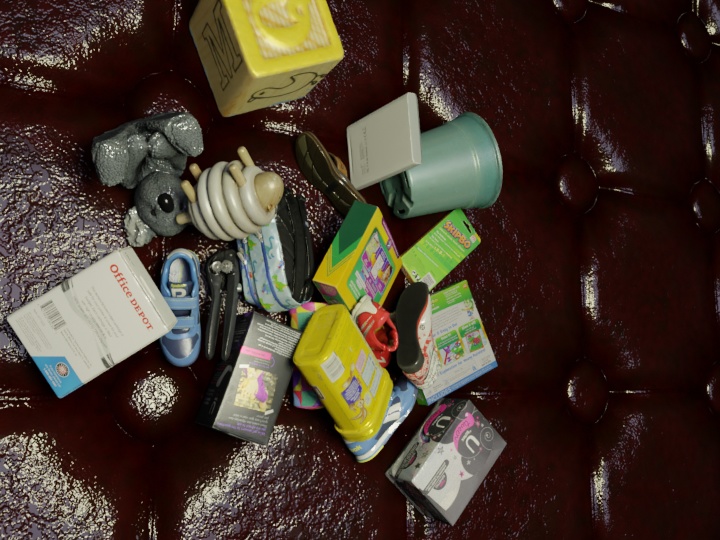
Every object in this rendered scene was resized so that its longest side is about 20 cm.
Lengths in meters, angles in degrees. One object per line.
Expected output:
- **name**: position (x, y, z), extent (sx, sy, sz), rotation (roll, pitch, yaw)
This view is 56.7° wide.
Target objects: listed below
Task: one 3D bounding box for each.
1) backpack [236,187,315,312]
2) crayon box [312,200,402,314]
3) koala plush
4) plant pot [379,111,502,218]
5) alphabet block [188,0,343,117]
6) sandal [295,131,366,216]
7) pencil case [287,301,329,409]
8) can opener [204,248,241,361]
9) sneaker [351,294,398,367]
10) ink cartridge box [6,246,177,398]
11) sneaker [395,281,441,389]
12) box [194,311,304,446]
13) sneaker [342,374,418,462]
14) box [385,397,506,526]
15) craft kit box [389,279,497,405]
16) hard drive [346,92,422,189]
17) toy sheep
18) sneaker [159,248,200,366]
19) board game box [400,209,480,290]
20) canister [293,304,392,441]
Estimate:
- **backpack**: position (-0.147, -0.027, 1.194), extent (0.152, 0.163, 0.202), rotation (-25, 81, 13)
- **crayon box**: position (0.000, 0.000, 1.253), extent (0.174, 0.058, 0.201), rotation (-62, 151, -20)
- **koala plush**: position (-0.342, -0.150, 1.129), extent (0.176, 0.183, 0.202), rotation (-24, 115, -19)
- **plant pot**: position (0.152, -0.201, 1.360), extent (0.194, 0.200, 0.203), rotation (-18, 90, -20)
- **alphabet block**: position (-0.176, -0.421, 1.211), extent (0.194, 0.199, 0.199), rotation (-23, 93, -27)
- **sandal**: position (-0.052, -0.190, 1.311), extent (0.200, 0.081, 0.055), rotation (46, 49, -12)
- **pencil case**: position (-0.091, 0.153, 1.236), extent (0.087, 0.088, 0.203), rotation (0, 81, -27)
- **can opener**: position (-0.236, 0.057, 1.152), extent (0.062, 0.079, 0.203), rotation (-4, 67, 0)
- **sneaker**: position (0.034, 0.133, 1.244), extent (0.077, 0.084, 0.201), rotation (-47, 147, -22)
- **ink cartridge box**: position (-0.411, 0.077, 1.038), extent (0.198, 0.086, 0.148), rotation (-31, 97, -2)
- **sneaker**: position (0.116, 0.130, 1.312), extent (0.108, 0.066, 0.203), rotation (55, 33, -44)
- **box**: position (-0.190, 0.186, 1.154), extent (0.105, 0.122, 0.202), rotation (26, 72, -22)
- **sneaker**: position (0.038, 0.268, 1.288), extent (0.082, 0.074, 0.200), rotation (46, 64, -11)
- **box**: position (0.169, 0.369, 1.314), extent (0.132, 0.114, 0.200), rotation (48, 65, -13)
- **craft kit box**: position (0.171, 0.147, 1.390), extent (0.198, 0.048, 0.200), rotation (-21, 95, -28)
- **hard drive**: position (0.042, -0.245, 1.295), extent (0.026, 0.199, 0.134), rotation (0, 82, -35)
- **toy sheep**: position (-0.211, -0.113, 1.070), extent (0.138, 0.197, 0.140), rotation (-12, 90, -69)
- **sneaker**: position (-0.306, 0.059, 1.124), extent (0.073, 0.082, 0.203), rotation (-2, 82, -14)
- **board game box**: position (0.169, -0.043, 1.427), extent (0.200, 0.030, 0.096), rotation (-40, 101, -23)
- **canister**: position (-0.028, 0.178, 1.171), extent (0.201, 0.086, 0.149), rotation (61, 35, -32)
